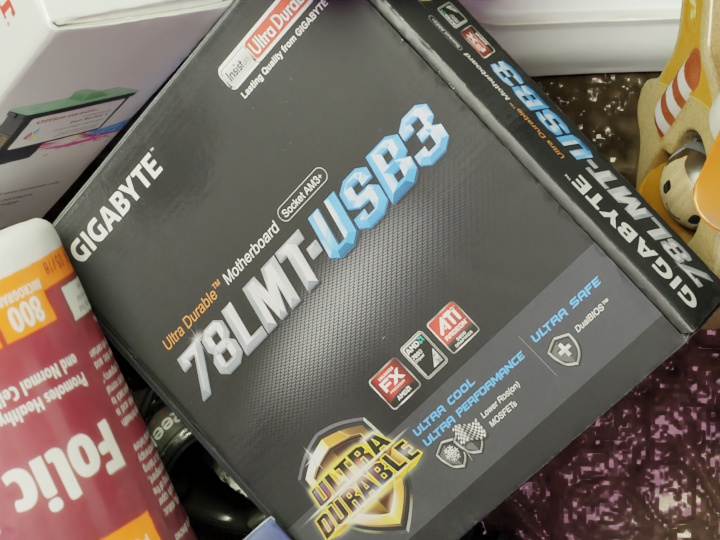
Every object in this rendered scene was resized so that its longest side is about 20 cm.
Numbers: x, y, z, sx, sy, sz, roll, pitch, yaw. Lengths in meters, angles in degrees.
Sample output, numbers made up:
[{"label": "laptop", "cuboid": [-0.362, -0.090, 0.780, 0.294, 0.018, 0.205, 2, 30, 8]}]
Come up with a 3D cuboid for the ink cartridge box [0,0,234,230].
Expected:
[{"label": "ink cartridge box", "cuboid": [-0.149, -0.115, 0.883, 0.200, 0.084, 0.145, -40, 70, 51]}]

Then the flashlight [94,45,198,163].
[{"label": "flashlight", "cuboid": [-0.014, -0.043, 0.933, 0.200, 0.068, 0.068, 22, 103, 10]}]

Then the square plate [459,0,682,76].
[{"label": "square plate", "cuboid": [0.102, -0.178, 0.907, 0.198, 0.028, 0.200, -1, 98, 14]}]

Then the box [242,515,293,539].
[{"label": "box", "cuboid": [-0.018, 0.164, 0.907, 0.032, 0.200, 0.121, -41, 87, -19]}]

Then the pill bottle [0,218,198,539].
[{"label": "pill bottle", "cuboid": [-0.128, 0.092, 0.849, 0.114, 0.114, 0.200, -23, 96, 15]}]

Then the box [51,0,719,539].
[{"label": "box", "cuboid": [0.000, 0.000, 0.835, 0.199, 0.050, 0.200, 47, 125, 3]}]

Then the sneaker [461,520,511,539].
[{"label": "sneaker", "cuboid": [0.062, 0.153, 0.939, 0.079, 0.078, 0.200, -19, 101, 18]}]

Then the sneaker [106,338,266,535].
[{"label": "sneaker", "cuboid": [-0.088, 0.049, 0.949, 0.200, 0.098, 0.071, 34, 106, 8]}]

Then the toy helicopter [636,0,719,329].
[{"label": "toy helicopter", "cuboid": [0.134, -0.077, 0.843, 0.079, 0.132, 0.200, 4, 91, -10]}]
